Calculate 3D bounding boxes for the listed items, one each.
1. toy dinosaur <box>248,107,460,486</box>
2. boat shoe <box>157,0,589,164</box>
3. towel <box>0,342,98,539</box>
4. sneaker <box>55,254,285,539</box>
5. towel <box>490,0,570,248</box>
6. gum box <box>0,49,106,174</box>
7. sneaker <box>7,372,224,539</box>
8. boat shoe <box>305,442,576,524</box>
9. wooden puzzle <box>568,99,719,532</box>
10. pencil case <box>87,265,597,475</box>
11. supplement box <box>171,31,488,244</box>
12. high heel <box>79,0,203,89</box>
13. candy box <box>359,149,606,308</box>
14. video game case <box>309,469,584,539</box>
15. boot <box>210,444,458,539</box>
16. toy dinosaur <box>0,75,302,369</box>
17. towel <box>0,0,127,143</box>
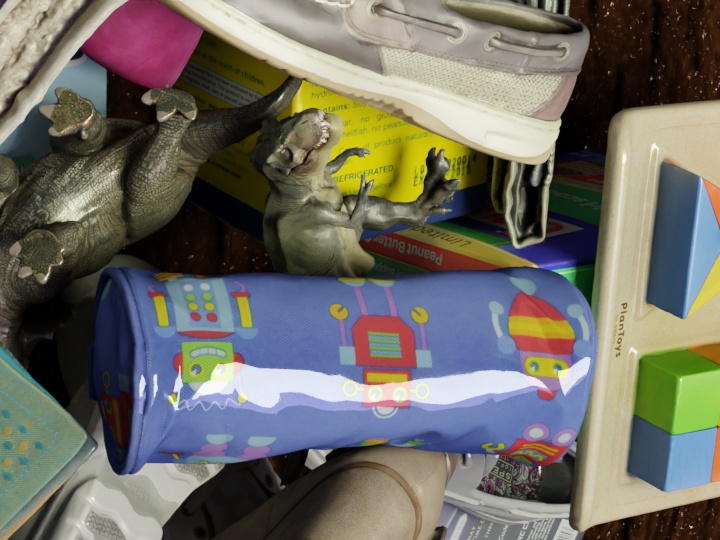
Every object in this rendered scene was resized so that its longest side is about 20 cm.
[{"bbox_3d":[0.000,0.000,0.892,0.088,0.048,0.201,-16,133,-15],"label":"toy dinosaur"},{"bbox_3d":[0.004,-0.098,0.822,0.199,0.072,0.065,19,103,-32],"label":"boat shoe"},{"bbox_3d":[-0.214,0.079,0.814,0.200,0.022,0.147,-44,90,8],"label":"towel"},{"bbox_3d":[-0.069,0.080,0.989,0.073,0.085,0.201,-37,127,-19],"label":"sneaker"},{"bbox_3d":[0.074,-0.131,0.968,0.034,0.200,0.194,6,111,0],"label":"towel"},{"bbox_3d":[-0.180,-0.094,0.849,0.169,0.044,0.201,-13,117,-35],"label":"gum box"},{"bbox_3d":[-0.113,0.078,0.885,0.075,0.082,0.200,61,37,-30],"label":"sneaker"},{"bbox_3d":[0.043,0.084,1.078,0.200,0.068,0.072,33,64,-40],"label":"boat shoe"},{"bbox_3d":[0.179,0.016,0.962,0.199,0.046,0.186,-10,112,-37],"label":"wooden puzzle"},{"bbox_3d":[-0.008,0.038,0.840,0.199,0.087,0.078,1,81,-23],"label":"pencil case"},{"bbox_3d":[-0.014,-0.124,0.929,0.108,0.109,0.201,-13,117,-35],"label":"supplement box"},{"bbox_3d":[-0.038,-0.148,0.824,0.200,0.067,0.096,-38,127,14],"label":"high heel"},{"bbox_3d":[0.087,0.002,1.026,0.199,0.169,0.077,-11,110,-37],"label":"candy box"},{"bbox_3d":[0.027,0.173,1.152,0.200,0.019,0.143,22,93,-42],"label":"video game case"},{"bbox_3d":[-0.044,0.134,0.919,0.070,0.200,0.146,56,35,-4],"label":"boot"},{"bbox_3d":[-0.106,-0.029,0.856,0.200,0.077,0.102,-48,172,-15],"label":"toy dinosaur"},{"bbox_3d":[-0.108,-0.107,0.744,0.034,0.133,0.200,36,107,-24],"label":"towel"}]
